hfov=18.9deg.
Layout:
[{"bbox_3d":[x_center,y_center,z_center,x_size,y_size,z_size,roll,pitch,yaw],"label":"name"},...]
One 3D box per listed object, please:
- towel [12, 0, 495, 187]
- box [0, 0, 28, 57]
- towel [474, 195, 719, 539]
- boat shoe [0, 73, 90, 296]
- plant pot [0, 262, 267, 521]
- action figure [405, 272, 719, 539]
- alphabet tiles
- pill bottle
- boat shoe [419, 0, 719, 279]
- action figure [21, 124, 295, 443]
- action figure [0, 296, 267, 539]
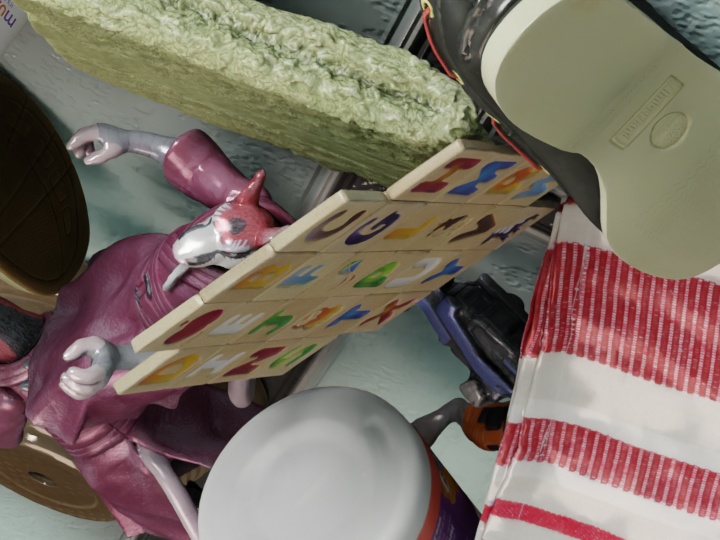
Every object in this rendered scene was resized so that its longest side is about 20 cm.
[{"bbox_3d":[-0.042,-0.078,0.823,0.199,0.037,0.148,21,175,11],"label":"towel"},{"bbox_3d":[-0.240,-0.103,0.798,0.096,0.177,0.200,19,159,37],"label":"box"},{"bbox_3d":[0.127,0.077,0.887,0.143,0.023,0.202,17,111,12],"label":"towel"},{"bbox_3d":[-0.200,-0.066,0.991,0.066,0.074,0.200,3,139,44],"label":"boat shoe"},{"bbox_3d":[-0.160,0.077,1.213,0.199,0.093,0.201,18,154,9],"label":"plant pot"},{"bbox_3d":[0.092,0.049,0.977,0.200,0.104,0.193,49,147,3],"label":"action figure"},{"bbox_3d":[0.000,0.000,0.827,0.166,0.006,0.200,-34,167,22],"label":"alphabet tiles"},{"bbox_3d":[0.015,0.150,1.018,0.111,0.112,0.200,7,150,32],"label":"pill bottle"},{"bbox_3d":[0.089,-0.060,0.761,0.201,0.074,0.063,37,-167,-51],"label":"boat shoe"},{"bbox_3d":[-0.069,0.017,0.937,0.148,0.135,0.200,19,154,-25],"label":"action figure"},{"bbox_3d":[-0.132,0.073,1.071,0.200,0.134,0.149,40,-172,-33],"label":"action figure"}]
